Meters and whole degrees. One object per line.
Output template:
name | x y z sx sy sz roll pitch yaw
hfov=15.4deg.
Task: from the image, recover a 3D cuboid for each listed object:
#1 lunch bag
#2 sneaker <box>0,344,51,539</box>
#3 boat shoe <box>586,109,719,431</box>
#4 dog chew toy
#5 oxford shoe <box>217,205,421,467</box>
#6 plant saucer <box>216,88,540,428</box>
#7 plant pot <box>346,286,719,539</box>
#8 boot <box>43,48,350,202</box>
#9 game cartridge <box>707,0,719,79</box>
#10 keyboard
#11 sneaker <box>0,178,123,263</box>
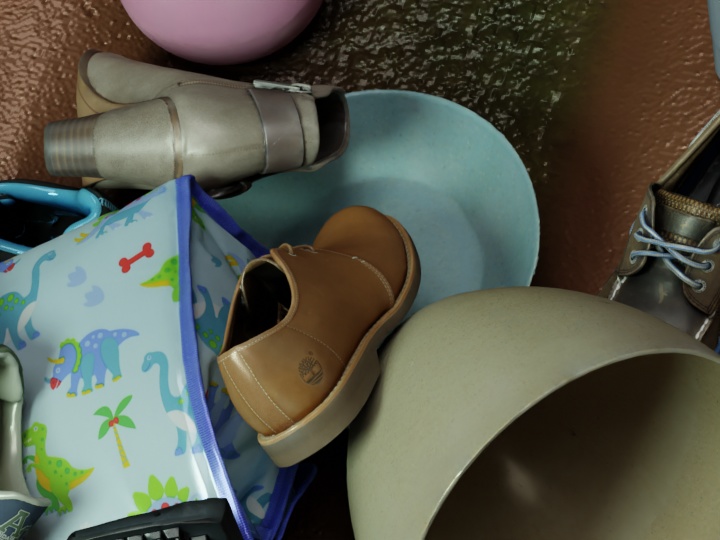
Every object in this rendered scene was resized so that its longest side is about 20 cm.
lunch bag | -0.116 0.083 1.286 0.170 0.127 0.200 -25 46 24
sneaker | -0.194 0.051 1.245 0.090 0.067 0.201 -32 62 26
boat shoe | 0.162 -0.012 1.353 0.072 0.072 0.200 19 65 20
dog chew toy | -0.083 -0.199 1.429 0.124 0.200 0.125 -4 60 7
oxford shoe | -0.021 0.010 1.258 0.071 0.071 0.200 -33 16 23
plant saucer | 0.000 0.000 1.384 0.200 0.039 0.201 -9 58 14
plant pot | 0.070 0.085 1.253 0.200 0.201 0.134 -34 46 -11
boot | -0.079 -0.077 1.387 0.146 0.070 0.200 -3 16 6
game cartridge | 0.256 -0.094 1.351 0.200 0.133 0.041 37 71 26
keyboard | -0.062 0.171 1.207 0.104 0.200 0.040 -16 53 0
sneaker | -0.200 -0.023 1.406 0.199 0.082 0.073 1 64 22
